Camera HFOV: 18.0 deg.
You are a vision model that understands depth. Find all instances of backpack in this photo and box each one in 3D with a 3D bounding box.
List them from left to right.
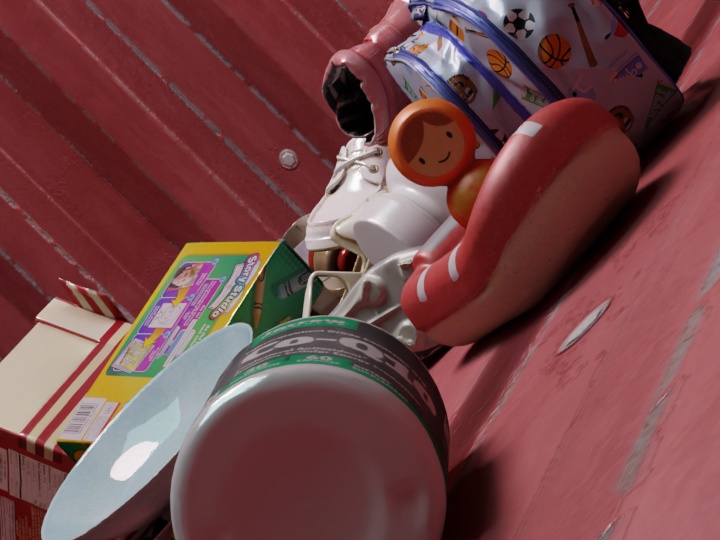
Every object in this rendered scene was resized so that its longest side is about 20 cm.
[{"bbox_3d":[0.114,-0.133,1.459,0.154,0.200,0.190,-51,10,-8],"label":"backpack"}]

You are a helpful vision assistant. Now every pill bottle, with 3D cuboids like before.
[{"bbox_3d":[-0.017,0.081,0.996,0.113,0.113,0.200,-45,4,7],"label":"pill bottle"},{"bbox_3d":[0.089,-0.074,1.604,0.200,0.112,0.112,-46,3,-19],"label":"pill bottle"}]

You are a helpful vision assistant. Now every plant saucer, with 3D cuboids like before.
[{"bbox_3d":[-0.133,0.121,1.541,0.201,0.039,0.201,-41,16,14],"label":"plant saucer"}]

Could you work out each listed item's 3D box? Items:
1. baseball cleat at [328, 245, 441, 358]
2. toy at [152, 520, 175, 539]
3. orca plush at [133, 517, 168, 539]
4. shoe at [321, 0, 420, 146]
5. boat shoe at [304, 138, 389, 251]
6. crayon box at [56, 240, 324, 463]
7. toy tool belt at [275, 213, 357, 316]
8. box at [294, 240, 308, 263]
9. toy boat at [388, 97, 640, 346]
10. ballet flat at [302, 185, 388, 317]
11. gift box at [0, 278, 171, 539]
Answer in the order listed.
[{"bbox_3d":[0.020,0.035,1.528,0.200,0.070,0.106,-32,-7,31],"label":"baseball cleat"},{"bbox_3d":[-0.087,0.157,1.566,0.115,0.047,0.200,-50,-1,-9],"label":"toy"},{"bbox_3d":[-0.174,0.214,1.744,0.105,0.071,0.200,-45,3,9],"label":"orca plush"},{"bbox_3d":[0.019,-0.120,1.641,0.091,0.071,0.200,-40,-19,-19],"label":"shoe"},{"bbox_3d":[0.005,-0.076,1.816,0.071,0.069,0.200,-4,22,27],"label":"boat shoe"},{"bbox_3d":[-0.127,0.070,1.708,0.119,0.058,0.200,0,50,48],"label":"crayon box"},{"bbox_3d":[-0.031,0.051,1.801,0.123,0.125,0.200,10,52,47],"label":"toy tool belt"},{"bbox_3d":[-0.036,0.025,1.997,0.200,0.112,0.101,-45,3,-2],"label":"box"},{"bbox_3d":[0.070,-0.047,1.324,0.131,0.131,0.200,-47,3,-24],"label":"toy boat"},{"bbox_3d":[0.000,0.000,1.661,0.071,0.065,0.200,141,151,-74],"label":"ballet flat"},{"bbox_3d":[-0.231,0.134,1.901,0.187,0.200,0.185,-50,-22,-45],"label":"gift box"}]
